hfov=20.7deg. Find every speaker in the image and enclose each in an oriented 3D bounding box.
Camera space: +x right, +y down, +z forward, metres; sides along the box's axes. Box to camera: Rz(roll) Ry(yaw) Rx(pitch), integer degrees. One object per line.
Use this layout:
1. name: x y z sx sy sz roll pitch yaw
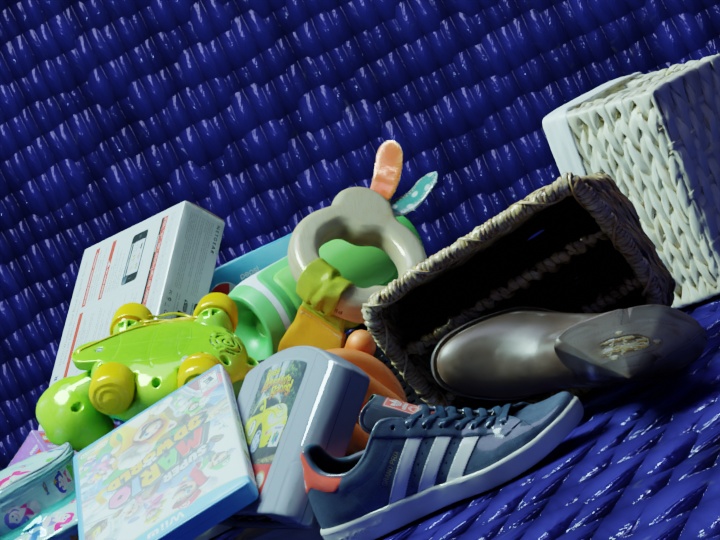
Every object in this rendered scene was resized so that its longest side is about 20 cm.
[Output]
1. speaker: -0.032 0.016 1.812 0.199 0.089 0.088 -30 3 -36

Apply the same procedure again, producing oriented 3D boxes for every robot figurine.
1. robot figurine: -0.030 0.126 1.612 0.115 0.146 0.200 -3 -8 -23

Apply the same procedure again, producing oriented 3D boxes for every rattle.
1. rattle: 0.000 0.000 1.747 0.129 0.144 0.201 3 40 7

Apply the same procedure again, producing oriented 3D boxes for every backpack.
1. backpack: -0.258 0.230 1.611 0.198 0.152 0.178 -20 5 15

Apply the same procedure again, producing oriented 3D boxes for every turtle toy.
1. turtle toy: -0.179 0.099 1.660 0.198 0.102 0.146 -7 26 8

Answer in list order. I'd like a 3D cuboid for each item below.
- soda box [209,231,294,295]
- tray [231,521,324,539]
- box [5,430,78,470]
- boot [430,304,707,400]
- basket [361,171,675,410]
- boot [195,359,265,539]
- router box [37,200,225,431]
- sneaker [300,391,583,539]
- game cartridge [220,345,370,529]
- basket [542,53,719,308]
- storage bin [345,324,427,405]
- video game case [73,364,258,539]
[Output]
1. soda box: -0.099 0.015 1.918 0.198 0.065 0.068 -25 -2 -4
2. tray: -0.032 0.184 1.457 0.199 0.022 0.107 -26 3 30
3. box: -0.252 0.209 1.789 0.199 0.039 0.137 8 -56 -52
4. boot: 0.132 0.054 1.311 0.184 0.065 0.200 -9 -1 6
5. basket: 0.124 0.033 1.453 0.199 0.144 0.149 -31 -5 15
6. boot: -0.139 0.160 1.771 0.199 0.145 0.072 -28 7 23
7. router box: -0.214 0.053 1.836 0.179 0.049 0.202 -21 50 48
8. sneaker: 0.048 0.111 1.311 0.199 0.085 0.075 -26 1 12
9. game cartridge: -0.058 0.123 1.452 0.200 0.041 0.134 -17 48 66
10. basket: 0.269 -0.073 1.692 0.135 0.202 0.123 -28 7 -42
11. storage bin: 0.050 0.077 1.787 0.199 0.094 0.135 -32 4 26
12. video game case: -0.150 0.154 1.478 0.142 0.018 0.200 -32 24 4
